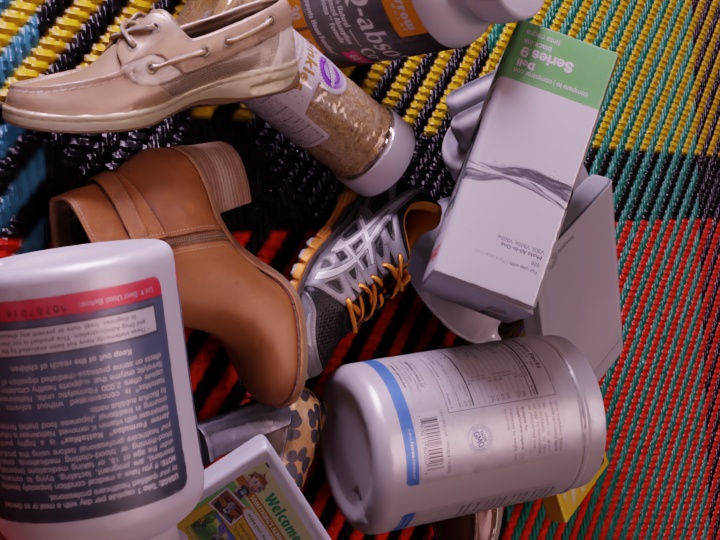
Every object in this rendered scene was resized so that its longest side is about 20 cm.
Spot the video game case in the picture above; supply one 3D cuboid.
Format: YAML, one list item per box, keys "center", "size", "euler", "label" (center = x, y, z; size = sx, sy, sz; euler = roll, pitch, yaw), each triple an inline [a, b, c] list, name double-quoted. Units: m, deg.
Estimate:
- center: [-0.094, 0.229, 0.784]
  size: [0.181, 0.022, 0.201]
  euler: [-32, 120, -6]
  label: "video game case"

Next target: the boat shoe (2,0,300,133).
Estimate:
- center: [-0.132, -0.133, 0.755]
  size: [0.198, 0.071, 0.065]
  euler: [-18, 116, -30]
  label: "boat shoe"

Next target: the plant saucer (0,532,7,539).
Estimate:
- center: [-0.268, 0.091, 0.636]
  size: [0.199, 0.036, 0.202]
  euler: [12, 80, -50]
  label: "plant saucer"

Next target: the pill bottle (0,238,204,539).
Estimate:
- center: [-0.149, 0.091, 0.663]
  size: [0.119, 0.119, 0.203]
  euler: [-16, 101, -51]
  label: "pill bottle"

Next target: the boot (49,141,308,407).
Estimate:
- center: [-0.118, 0.019, 0.794]
  size: [0.155, 0.076, 0.202]
  euler: [-27, 107, -51]
  label: "boot"

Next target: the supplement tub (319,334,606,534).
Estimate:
- center: [0.078, 0.126, 0.944]
  size: [0.198, 0.132, 0.134]
  euler: [-6, 94, -24]
  label: "supplement tub"

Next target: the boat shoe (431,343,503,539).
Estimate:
- center: [0.075, 0.165, 1.049]
  size: [0.071, 0.075, 0.203]
  euler: [8, 74, -47]
  label: "boat shoe"

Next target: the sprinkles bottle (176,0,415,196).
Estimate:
- center: [-0.046, -0.132, 0.879]
  size: [0.199, 0.068, 0.069]
  euler: [35, 62, -36]
  label: "sprinkles bottle"

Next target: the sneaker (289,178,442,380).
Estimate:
- center: [0.000, 0.000, 0.931]
  size: [0.079, 0.076, 0.201]
  euler: [81, 30, -56]
  label: "sneaker"

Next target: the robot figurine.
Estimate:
- center: [0.149, -0.088, 1.110]
  size: [0.201, 0.112, 0.171]
  euler: [56, 21, -34]
  label: "robot figurine"

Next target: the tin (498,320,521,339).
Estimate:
- center: [0.173, 0.084, 1.197]
  size: [0.112, 0.041, 0.201]
  euler: [53, 51, -41]
  label: "tin"

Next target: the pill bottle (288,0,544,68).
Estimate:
- center: [0.034, -0.220, 0.898]
  size: [0.116, 0.198, 0.118]
  euler: [3, 86, -51]
  label: "pill bottle"

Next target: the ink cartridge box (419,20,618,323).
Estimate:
- center: [0.119, -0.070, 0.929]
  size: [0.146, 0.083, 0.202]
  euler: [99, 10, -83]
  label: "ink cartridge box"

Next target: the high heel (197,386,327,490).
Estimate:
- center: [-0.055, 0.189, 0.878]
  size: [0.142, 0.071, 0.203]
  euler: [-16, 98, -51]
  label: "high heel"

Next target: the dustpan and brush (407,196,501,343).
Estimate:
- center: [0.104, 0.035, 1.058]
  size: [0.200, 0.057, 0.139]
  euler: [49, 30, 10]
  label: "dustpan and brush"

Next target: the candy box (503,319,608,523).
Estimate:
- center: [0.191, 0.135, 1.170]
  size: [0.102, 0.026, 0.202]
  euler: [-39, 119, -40]
  label: "candy box"

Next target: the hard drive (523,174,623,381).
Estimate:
- center: [0.195, 0.032, 1.092]
  size: [0.132, 0.026, 0.202]
  euler: [-43, 135, -33]
  label: "hard drive"
